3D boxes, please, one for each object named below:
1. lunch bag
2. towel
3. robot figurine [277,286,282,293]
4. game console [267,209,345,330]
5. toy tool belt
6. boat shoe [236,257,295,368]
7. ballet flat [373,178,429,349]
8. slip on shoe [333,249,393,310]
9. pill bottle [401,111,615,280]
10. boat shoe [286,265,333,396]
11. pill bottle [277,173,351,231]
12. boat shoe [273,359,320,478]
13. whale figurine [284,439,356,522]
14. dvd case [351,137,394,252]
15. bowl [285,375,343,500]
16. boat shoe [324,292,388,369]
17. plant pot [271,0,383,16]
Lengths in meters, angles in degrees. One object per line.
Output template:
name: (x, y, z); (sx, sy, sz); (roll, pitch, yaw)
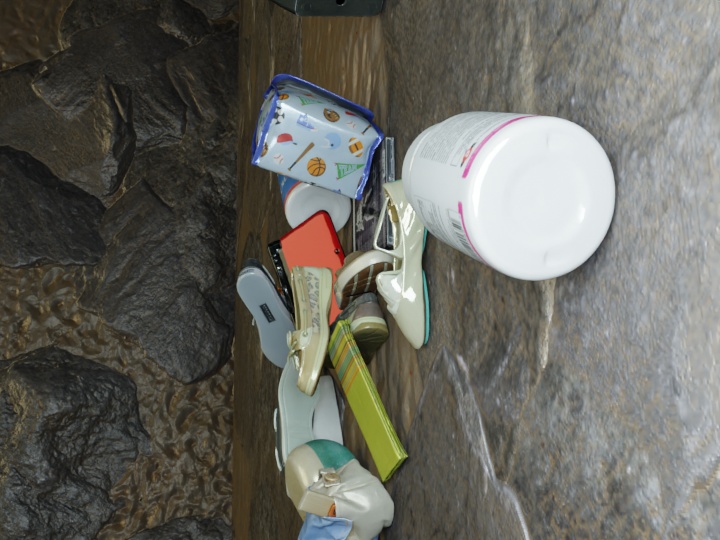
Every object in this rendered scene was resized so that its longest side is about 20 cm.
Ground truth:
lunch bag: (-0.067, -0.201, 1.248); (0.200, 0.168, 0.125); (-108, 40, -71)
towel: (0.006, 0.168, 1.121); (0.201, 0.018, 0.086); (65, 155, 25)
robot figurine: (-0.139, 0.105, 1.760); (0.145, 0.057, 0.202); (111, 157, -56)
game console: (-0.063, 0.035, 1.383); (0.173, 0.117, 0.202); (68, -178, -71)
toy tool belt: (-0.041, 0.354, 1.121); (0.124, 0.122, 0.202); (31, 121, 44)
boat shoe: (-0.150, 0.071, 1.429); (0.068, 0.073, 0.200); (-94, -21, -60)
ballet flat: (0.046, -0.010, 1.006); (0.069, 0.069, 0.203); (165, 107, -76)
slip on shoe: (0.000, 0.000, 1.182); (0.200, 0.075, 0.061); (111, 148, -71)
pill bottle: (0.104, -0.067, 0.678); (0.200, 0.112, 0.115); (-139, 52, -72)
boat shoe: (-0.077, 0.082, 1.203); (0.074, 0.062, 0.202); (109, 168, -51)
pill bottle: (-0.084, -0.151, 1.470); (0.201, 0.111, 0.113); (-107, 24, -56)
boat shoe: (-0.108, 0.237, 1.394); (0.060, 0.075, 0.202); (130, 151, -52)
whale figurine: (-0.034, 0.344, 1.264); (0.202, 0.103, 0.159); (64, 156, 11)
dvd case: (0.017, -0.087, 1.240); (0.200, 0.016, 0.151); (142, 128, -72)
bowl: (-0.089, 0.304, 1.498); (0.201, 0.074, 0.201); (-101, 19, -47)
boat shoe: (-0.011, 0.090, 1.229); (0.201, 0.071, 0.067); (131, 145, -61)
plant pot: (-0.049, -0.472, 1.242); (0.201, 0.197, 0.178); (106, 149, -44)
